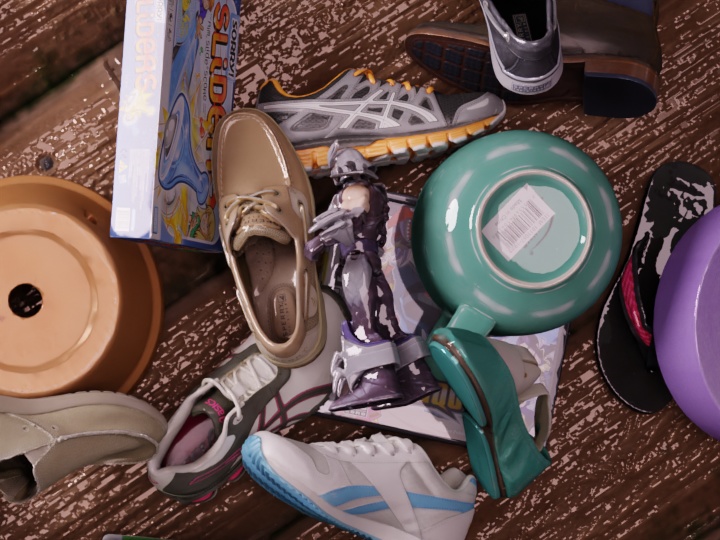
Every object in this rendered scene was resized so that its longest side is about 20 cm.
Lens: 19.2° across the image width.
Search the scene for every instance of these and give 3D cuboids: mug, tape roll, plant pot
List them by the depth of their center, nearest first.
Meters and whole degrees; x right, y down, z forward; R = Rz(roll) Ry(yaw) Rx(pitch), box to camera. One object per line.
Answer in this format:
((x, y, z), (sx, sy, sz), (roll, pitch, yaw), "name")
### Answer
((-0.241, 0.025, 1.554), (0.199, 0.140, 0.201), (0, 88, -7), "plant pot")
((0.119, -0.012, 1.582), (0.151, 0.114, 0.186), (-2, 88, -7), "mug")
((0.326, 0.041, 1.628), (0.199, 0.066, 0.201), (0, 90, -22), "tape roll")

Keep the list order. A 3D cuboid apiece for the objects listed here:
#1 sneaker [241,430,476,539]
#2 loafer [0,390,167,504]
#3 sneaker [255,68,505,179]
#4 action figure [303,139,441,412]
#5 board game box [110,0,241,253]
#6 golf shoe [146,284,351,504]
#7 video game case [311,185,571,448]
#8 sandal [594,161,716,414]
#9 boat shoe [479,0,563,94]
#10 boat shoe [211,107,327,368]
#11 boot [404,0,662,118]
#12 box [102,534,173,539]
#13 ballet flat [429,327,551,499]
((-0.001, 0.155, 1.593), (0.200, 0.076, 0.081), (27, 82, -30), "sneaker")
((-0.225, 0.127, 1.484), (0.199, 0.076, 0.069), (3, 65, -32), "loafer")
((0.012, -0.119, 1.621), (0.199, 0.078, 0.078), (-8, 84, -6), "sneaker")
((0.000, 0.000, 1.545), (0.069, 0.130, 0.201), (-14, 79, 19), "action figure")
((-0.135, -0.118, 1.574), (0.034, 0.135, 0.201), (3, 88, 19), "board game box")
((-0.080, 0.093, 1.580), (0.077, 0.088, 0.200), (41, 90, 13), "golf shoe")
((0.062, 0.040, 1.644), (0.199, 0.026, 0.181), (12, 86, -6), "video game case")
((0.233, 0.011, 1.653), (0.075, 0.045, 0.201), (14, 86, -7), "sandal")
((0.109, -0.228, 1.599), (0.071, 0.068, 0.201), (-8, 56, -1), "boat shoe")
((-0.067, -0.031, 1.549), (0.071, 0.065, 0.201), (-17, 75, 5), "boat shoe")
((0.139, -0.183, 1.654), (0.199, 0.075, 0.097), (13, 60, 5), "boot")
((-0.102, 0.300, 1.540), (0.198, 0.171, 0.201), (6, 87, -6), "box")
((0.102, 0.092, 1.558), (0.070, 0.200, 0.067), (-34, 51, -11), "ballet flat")
